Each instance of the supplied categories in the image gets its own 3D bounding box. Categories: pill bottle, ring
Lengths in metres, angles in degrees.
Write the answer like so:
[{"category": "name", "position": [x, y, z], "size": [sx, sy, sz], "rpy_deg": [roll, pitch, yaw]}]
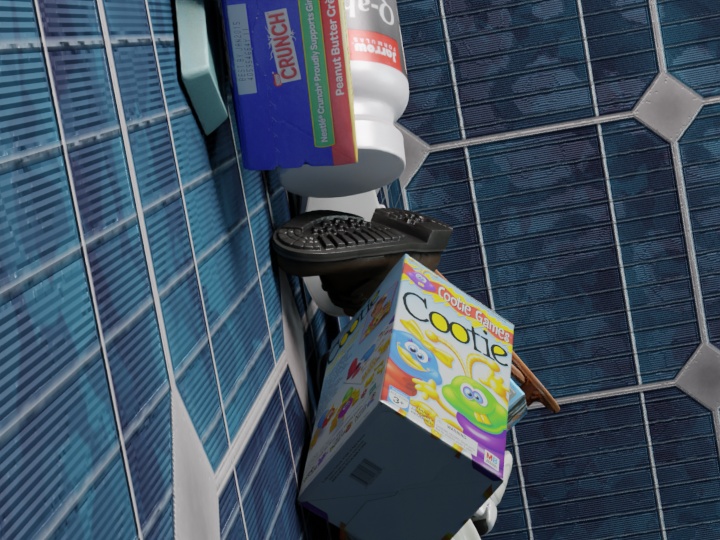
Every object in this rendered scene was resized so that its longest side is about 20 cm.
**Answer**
[{"category": "pill bottle", "position": [-0.025, -0.163, 1.376], "size": [0.116, 0.116, 0.200], "rpy_deg": [68, 13, -70]}, {"category": "ring", "position": [0.096, 0.052, 1.575], "size": [0.200, 0.019, 0.200], "rpy_deg": [47, -1, 1]}]

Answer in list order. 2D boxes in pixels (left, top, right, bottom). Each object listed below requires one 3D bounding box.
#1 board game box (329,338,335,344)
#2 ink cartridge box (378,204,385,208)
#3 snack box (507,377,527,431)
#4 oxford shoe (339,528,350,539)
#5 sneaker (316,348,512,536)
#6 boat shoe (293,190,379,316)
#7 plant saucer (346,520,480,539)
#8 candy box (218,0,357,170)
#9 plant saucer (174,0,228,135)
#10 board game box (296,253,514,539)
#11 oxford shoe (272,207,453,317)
[{"category": "board game box", "position": [0.009, 0.176, 1.608], "size": [0.136, 0.035, 0.200], "rpy_deg": [74, 7, -54]}, {"category": "ink cartridge box", "position": [0.032, 0.067, 1.616], "size": [0.161, 0.050, 0.200], "rpy_deg": [74, 0, -53]}, {"category": "snack box", "position": [0.085, 0.079, 1.509], "size": [0.116, 0.037, 0.200], "rpy_deg": [47, -1, 10]}, {"category": "oxford shoe", "position": [0.040, 0.242, 1.462], "size": [0.200, 0.073, 0.071], "rpy_deg": [63, 34, -39]}, {"category": "sneaker", "position": [0.044, 0.125, 1.477], "size": [0.200, 0.075, 0.081], "rpy_deg": [46, 58, -18]}, {"category": "boat shoe", "position": [-0.019, -0.059, 1.504], "size": [0.064, 0.071, 0.200], "rpy_deg": [117, -29, -81]}, {"category": "plant saucer", "position": [0.042, 0.187, 1.373], "size": [0.200, 0.050, 0.200], "rpy_deg": [50, 11, -13]}, {"category": "candy box", "position": [-0.051, -0.178, 1.158], "size": [0.200, 0.077, 0.169], "rpy_deg": [-99, -176, -63]}, {"category": "plant saucer", "position": [-0.100, -0.184, 1.108], "size": [0.070, 0.019, 0.200], "rpy_deg": [72, 8, -64]}, {"category": "board game box", "position": [0.036, 0.097, 1.300], "size": [0.105, 0.103, 0.200], "rpy_deg": [-51, -167, 28]}, {"category": "oxford shoe", "position": [0.000, 0.000, 1.390], "size": [0.200, 0.073, 0.084], "rpy_deg": [1, 111, -54]}]
